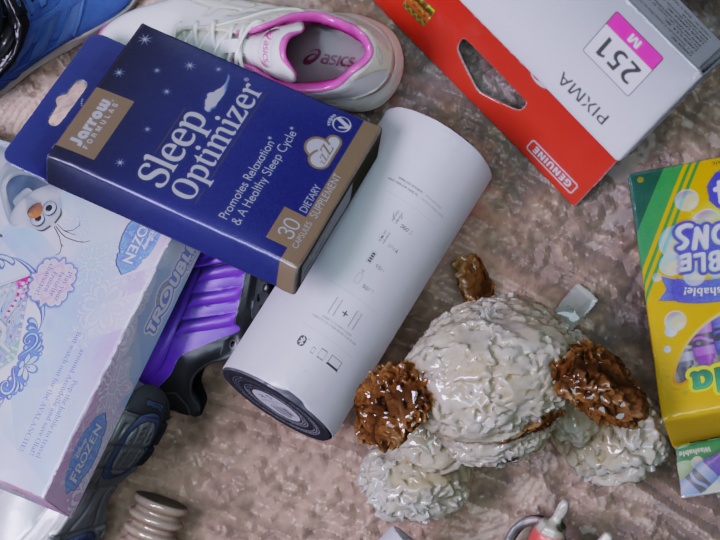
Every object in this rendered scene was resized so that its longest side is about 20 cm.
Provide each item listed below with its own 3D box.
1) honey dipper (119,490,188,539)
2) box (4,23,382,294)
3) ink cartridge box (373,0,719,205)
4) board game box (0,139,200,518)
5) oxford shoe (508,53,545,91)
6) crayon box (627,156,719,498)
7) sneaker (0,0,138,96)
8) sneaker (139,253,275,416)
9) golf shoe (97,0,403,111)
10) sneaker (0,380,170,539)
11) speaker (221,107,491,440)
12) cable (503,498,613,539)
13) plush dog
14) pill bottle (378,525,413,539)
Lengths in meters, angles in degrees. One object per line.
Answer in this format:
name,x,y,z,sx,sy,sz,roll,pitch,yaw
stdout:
honey dipper,-0.159,0.241,1.378,0.038,0.038,0.201,19,91,4
box,-0.101,-0.075,1.295,0.199,0.032,0.121,23,55,10
ink cartridge box,0.099,-0.147,1.321,0.200,0.174,0.044,46,46,4
board game box,-0.218,0.025,1.328,0.198,0.043,0.201,18,74,29
oxford shoe,0.113,-0.215,1.362,0.070,0.074,0.202,-3,87,3
crayon box,0.238,0.027,1.310,0.125,0.052,0.201,-11,64,12
sneaker,-0.207,-0.175,1.360,0.199,0.111,0.077,-37,86,1
sneaker,-0.077,0.005,1.369,0.099,0.070,0.201,35,98,3
golf shoe,-0.073,-0.142,1.362,0.198,0.092,0.076,1,89,5
sneaker,-0.198,0.132,1.363,0.087,0.074,0.201,41,107,22
speaker,0.000,0.000,1.333,0.081,0.081,0.201,30,75,4
cable,0.091,0.231,1.346,0.097,0.050,0.200,42,102,29
plush dog,0.083,0.065,1.302,0.198,0.172,0.162,-10,87,3
pill bottle,-0.021,0.256,1.331,0.112,0.112,0.200,44,91,4
